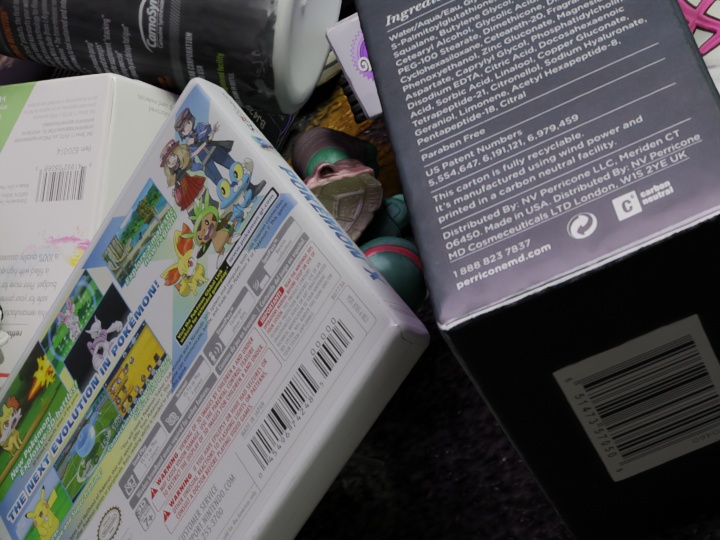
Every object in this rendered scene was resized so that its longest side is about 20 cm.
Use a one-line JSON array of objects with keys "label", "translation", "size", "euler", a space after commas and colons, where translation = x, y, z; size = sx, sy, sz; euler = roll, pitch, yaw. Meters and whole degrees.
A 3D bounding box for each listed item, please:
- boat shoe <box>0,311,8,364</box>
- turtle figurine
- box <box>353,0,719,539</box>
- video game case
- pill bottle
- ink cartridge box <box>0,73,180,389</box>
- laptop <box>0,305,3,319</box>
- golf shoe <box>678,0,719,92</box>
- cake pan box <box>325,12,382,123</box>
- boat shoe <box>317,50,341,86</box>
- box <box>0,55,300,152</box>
[{"label": "boat shoe", "translation": [-0.182, 0.021, 0.749], "size": [0.065, 0.074, 0.201], "euler": [-23, 72, -3]}, {"label": "turtle figurine", "translation": [0.000, 0.000, 0.765], "size": [0.149, 0.101, 0.200], "euler": [-35, 25, -7]}, {"label": "box", "translation": [0.081, -0.031, 0.636], "size": [0.106, 0.149, 0.201], "euler": [-23, 47, 11]}, {"label": "video game case", "translation": [-0.074, 0.052, 0.691], "size": [0.201, 0.022, 0.182], "euler": [-56, 42, 15]}, {"label": "pill bottle", "translation": [-0.114, -0.142, 0.833], "size": [0.198, 0.107, 0.107], "euler": [13, 44, 11]}, {"label": "ink cartridge box", "translation": [-0.140, 0.017, 0.830], "size": [0.116, 0.067, 0.202], "euler": [0, 80, 40]}, {"label": "laptop", "translation": [-0.289, -0.002, 0.831], "size": [0.177, 0.103, 0.201], "euler": [-43, 54, 12]}, {"label": "golf shoe", "translation": [0.163, -0.078, 0.751], "size": [0.092, 0.073, 0.199], "euler": [-40, 31, -17]}, {"label": "cake pan box", "translation": [0.077, -0.136, 0.865], "size": [0.199, 0.053, 0.184], "euler": [-27, 2, 4]}, {"label": "boat shoe", "translation": [-0.059, -0.156, 1.072], "size": [0.074, 0.063, 0.200], "euler": [-27, 32, 3]}, {"label": "box", "translation": [-0.152, -0.085, 0.981], "size": [0.199, 0.123, 0.107], "euler": [-7, 45, 36]}]
